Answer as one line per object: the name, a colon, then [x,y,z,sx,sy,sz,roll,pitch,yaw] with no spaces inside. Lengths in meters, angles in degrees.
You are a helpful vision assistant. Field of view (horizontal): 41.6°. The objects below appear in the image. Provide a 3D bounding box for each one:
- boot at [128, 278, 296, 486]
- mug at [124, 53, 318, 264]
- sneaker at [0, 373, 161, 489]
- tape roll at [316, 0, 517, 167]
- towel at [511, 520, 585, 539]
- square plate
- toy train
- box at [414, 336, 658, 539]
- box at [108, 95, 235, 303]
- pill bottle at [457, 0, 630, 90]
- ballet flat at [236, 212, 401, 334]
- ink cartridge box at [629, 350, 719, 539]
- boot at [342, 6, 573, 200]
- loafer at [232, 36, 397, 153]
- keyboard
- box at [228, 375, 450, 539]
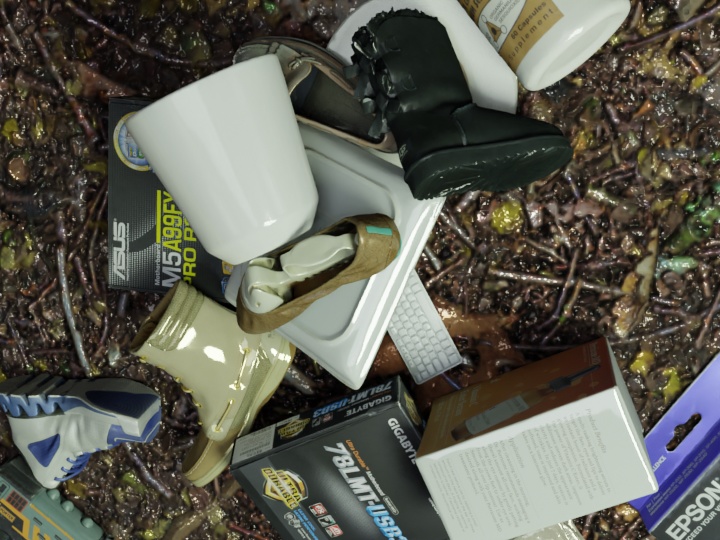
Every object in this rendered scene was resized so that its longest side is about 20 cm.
boot: [-0.177,0.120,0.994,0.154,0.073,0.201,27,105,-23]
mug: [-0.111,-0.095,0.868,0.148,0.187,0.155,-25,98,2]
sneaker: [-0.314,0.186,1.069,0.196,0.081,0.117,4,108,17]
tape roll: [0.056,-0.172,0.925,0.199,0.037,0.206,3,104,11]
towel: [0.170,0.351,1.030,0.199,0.034,0.133,-35,93,18]
square plate: [-0.037,-0.022,0.898,0.197,0.028,0.202,30,100,33]
toy train: [-0.376,0.310,1.106,0.199,0.085,0.114,40,98,0]
box: [0.170,0.166,0.923,0.198,0.152,0.108,-23,98,15]
box: [-0.183,-0.074,0.991,0.158,0.044,0.203,7,105,8]
pill bottle: [0.134,-0.271,0.836,0.114,0.114,0.201,-39,80,17]
ballet flat: [-0.056,0.001,0.846,0.198,0.072,0.069,-23,70,30]
ink cartridge box: [0.384,0.212,0.950,0.199,0.043,0.199,36,108,2]
boot: [0.088,-0.153,0.852,0.073,0.196,0.164,-47,59,52]
loafer: [-0.041,-0.168,0.891,0.198,0.063,0.073,27,112,15]
keyboard: [0.037,0.021,0.989,0.056,0.011,0.202,-27,97,16]
box: [-0.005,0.226,0.993,0.196,0.050,0.201,-21,120,16]
